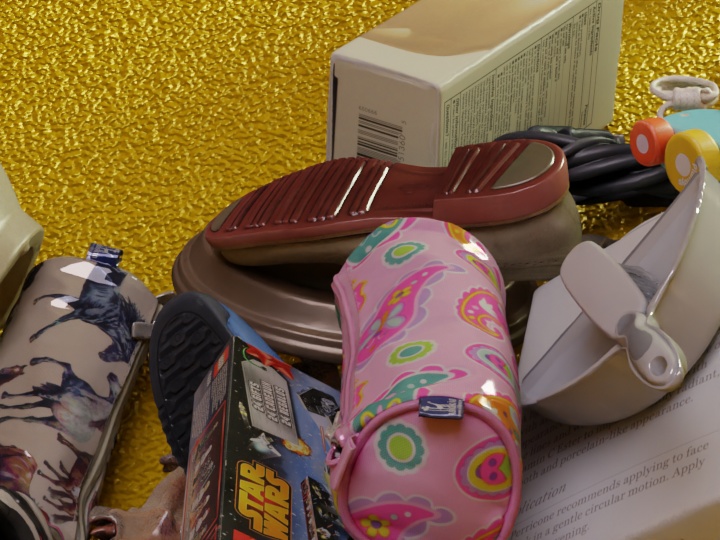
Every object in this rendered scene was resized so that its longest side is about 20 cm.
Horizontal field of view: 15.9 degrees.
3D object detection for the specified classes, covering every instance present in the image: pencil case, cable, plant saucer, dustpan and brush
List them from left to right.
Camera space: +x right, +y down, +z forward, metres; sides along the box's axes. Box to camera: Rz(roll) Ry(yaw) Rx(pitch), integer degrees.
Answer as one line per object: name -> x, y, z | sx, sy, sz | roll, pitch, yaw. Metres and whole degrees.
pencil case -> -0.159, 0.082, 1.351 | 0.089, 0.078, 0.201 | -8, 45, 24
plant saucer -> 0.000, 0.000, 1.366 | 0.199, 0.030, 0.200 | 6, 20, -2
pencil case -> 0.026, 0.049, 1.124 | 0.087, 0.088, 0.200 | -7, 25, 4
dustpan and brush -> 0.116, 0.022, 1.091 | 0.140, 0.057, 0.200 | -50, 22, 8
cable -> 0.146, -0.044, 1.349 | 0.163, 0.200, 0.051 | 10, 95, 28

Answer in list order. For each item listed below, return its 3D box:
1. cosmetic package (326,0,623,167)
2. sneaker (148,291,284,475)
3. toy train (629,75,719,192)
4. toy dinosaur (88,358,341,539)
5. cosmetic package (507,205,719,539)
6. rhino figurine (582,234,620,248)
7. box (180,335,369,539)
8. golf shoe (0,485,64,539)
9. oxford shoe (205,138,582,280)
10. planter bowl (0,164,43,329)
cosmetic package -> 0.065, -0.099, 1.416 | 0.071, 0.106, 0.200 | 20, 33, 28
sneaker -> -0.029, 0.094, 1.240 | 0.078, 0.066, 0.200 | -8, 56, -55
toy train -> 0.231, -0.053, 1.238 | 0.199, 0.056, 0.150 | 3, 19, 17
toy dinosaur -> -0.036, 0.117, 1.294 | 0.199, 0.086, 0.136 | -9, 46, -3
cosmetic package -> 0.173, 0.093, 1.176 | 0.165, 0.165, 0.201 | -30, 32, 41
rhino figurine -> 0.190, 0.006, 1.353 | 0.199, 0.087, 0.060 | -1, 88, 9
box -> -0.009, 0.116, 1.099 | 0.137, 0.040, 0.200 | 29, 21, -13
golf shoe -> -0.171, 0.201, 1.200 | 0.072, 0.092, 0.201 | -7, 76, 2
oxford shoe -> 0.016, -0.012, 1.283 | 0.199, 0.075, 0.071 | -4, 32, 29
planter bowl -> -0.255, -0.004, 1.391 | 0.134, 0.200, 0.201 | 30, 55, 0
